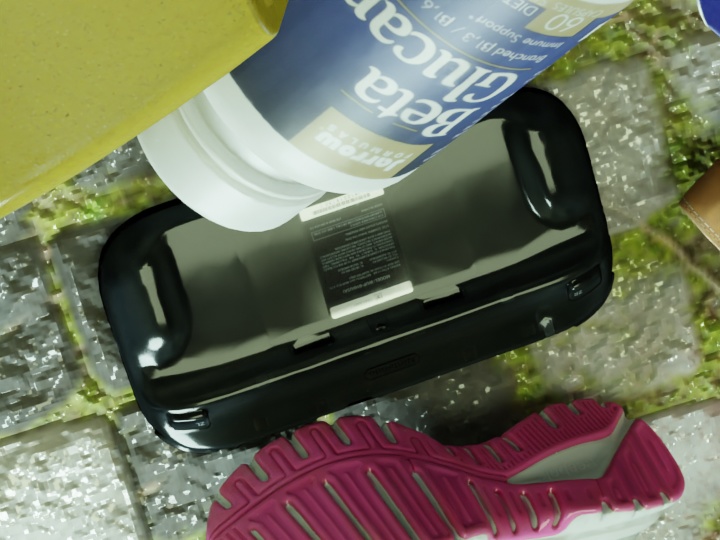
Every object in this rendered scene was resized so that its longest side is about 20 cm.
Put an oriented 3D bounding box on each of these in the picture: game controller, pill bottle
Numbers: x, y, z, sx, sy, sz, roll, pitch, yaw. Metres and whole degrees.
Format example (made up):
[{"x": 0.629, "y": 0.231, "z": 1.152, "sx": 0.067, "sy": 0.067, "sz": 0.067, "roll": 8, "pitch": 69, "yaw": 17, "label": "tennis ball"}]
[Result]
[{"x": 0.000, "y": 0.000, "z": 1.165, "sx": 0.199, "sy": 0.042, "sz": 0.105, "roll": -19, "pitch": 106, "yaw": -4, "label": "game controller"}, {"x": 0.008, "y": -0.095, "z": 1.035, "sx": 0.111, "sy": 0.111, "sz": 0.200, "roll": 29, "pitch": 136, "yaw": -26, "label": "pill bottle"}]

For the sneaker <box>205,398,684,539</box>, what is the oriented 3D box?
[{"x": 0.031, "y": 0.113, "z": 1.195, "sx": 0.199, "sy": 0.081, "sz": 0.088, "roll": -2, "pitch": 130, "yaw": -22, "label": "sneaker"}]

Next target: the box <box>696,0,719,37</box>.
[{"x": 0.189, "y": -0.158, "z": 1.021, "sx": 0.119, "sy": 0.041, "sz": 0.201, "roll": 27, "pitch": 91, "yaw": -52, "label": "box"}]

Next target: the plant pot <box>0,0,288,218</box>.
[{"x": -0.118, "y": -0.137, "z": 0.929, "sx": 0.176, "sy": 0.200, "sz": 0.200, "roll": -12, "pitch": 123, "yaw": 20, "label": "plant pot"}]

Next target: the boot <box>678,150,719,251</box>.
[{"x": 0.184, "y": -0.073, "z": 1.148, "sx": 0.154, "sy": 0.074, "sz": 0.200, "roll": -35, "pitch": 118, "yaw": 11, "label": "boot"}]
